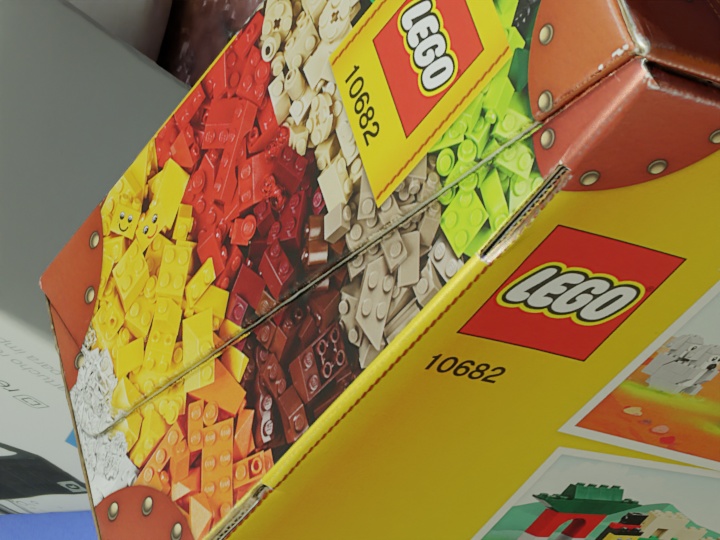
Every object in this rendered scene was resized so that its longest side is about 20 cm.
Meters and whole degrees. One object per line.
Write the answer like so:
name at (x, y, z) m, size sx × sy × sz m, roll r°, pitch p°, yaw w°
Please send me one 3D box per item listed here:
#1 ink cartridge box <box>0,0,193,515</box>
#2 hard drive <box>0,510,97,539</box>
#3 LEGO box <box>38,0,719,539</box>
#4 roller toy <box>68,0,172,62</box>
ink cartridge box at (-0.118, 0.002, 0.767) m, size 0.200 × 0.145 × 0.084 m, roll -8°, pitch 59°, yaw 44°
hard drive at (-0.071, 0.115, 0.811) m, size 0.200 × 0.025 × 0.132 m, roll 39°, pitch 118°, yaw 52°
LEGO box at (0.068, 0.005, 0.517) m, size 0.149 × 0.200 × 0.077 m, roll -47°, pitch 44°, yaw 34°
roller toy at (-0.159, -0.100, 0.922) m, size 0.200 × 0.139 × 0.183 m, roll 3°, pitch 81°, yaw 55°
